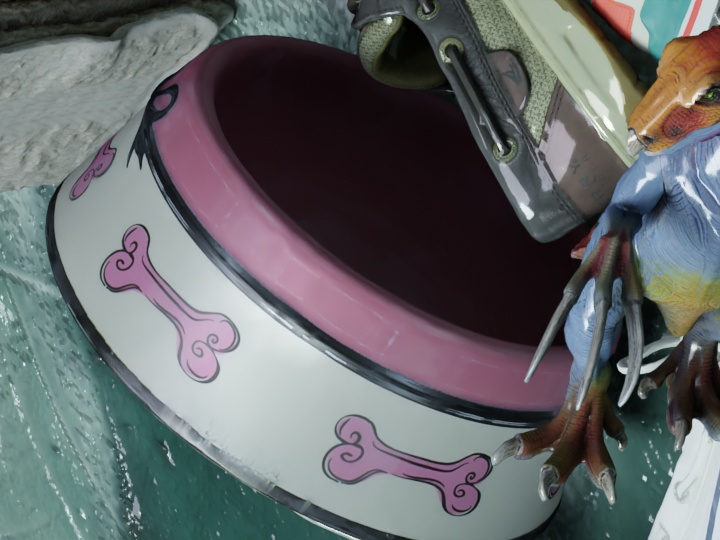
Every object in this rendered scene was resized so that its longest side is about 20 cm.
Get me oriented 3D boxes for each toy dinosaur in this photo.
[{"bbox_3d":[0.081,-0.018,0.796,0.200,0.105,0.182,-114,24,-46],"label":"toy dinosaur"}]

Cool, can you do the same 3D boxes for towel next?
[{"bbox_3d":[-0.151,-0.061,1.127,0.133,0.200,0.035,-46,64,50],"label":"towel"}]

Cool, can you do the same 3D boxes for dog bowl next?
[{"bbox_3d":[0.000,0.000,0.987,0.200,0.200,0.074,47,118,26],"label":"dog bowl"}]

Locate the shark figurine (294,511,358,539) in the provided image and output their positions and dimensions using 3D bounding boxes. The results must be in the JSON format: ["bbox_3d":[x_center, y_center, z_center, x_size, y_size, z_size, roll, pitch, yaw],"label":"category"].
[{"bbox_3d":[0.015,0.052,1.100,0.090,0.128,0.215,-51,46,22],"label":"shark figurine"}]

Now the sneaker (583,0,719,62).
[{"bbox_3d":[0.103,-0.148,0.878,0.093,0.070,0.200,39,137,25],"label":"sneaker"}]

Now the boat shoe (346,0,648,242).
[{"bbox_3d":[0.026,-0.087,0.974,0.201,0.066,0.072,51,-179,35],"label":"boat shoe"}]

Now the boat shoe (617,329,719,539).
[{"bbox_3d":[0.123,0.042,0.953,0.086,0.075,0.202,45,146,32],"label":"boat shoe"}]
